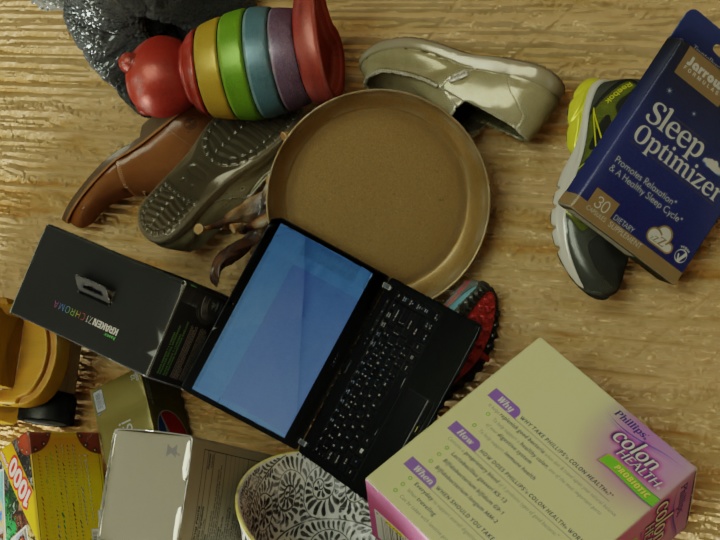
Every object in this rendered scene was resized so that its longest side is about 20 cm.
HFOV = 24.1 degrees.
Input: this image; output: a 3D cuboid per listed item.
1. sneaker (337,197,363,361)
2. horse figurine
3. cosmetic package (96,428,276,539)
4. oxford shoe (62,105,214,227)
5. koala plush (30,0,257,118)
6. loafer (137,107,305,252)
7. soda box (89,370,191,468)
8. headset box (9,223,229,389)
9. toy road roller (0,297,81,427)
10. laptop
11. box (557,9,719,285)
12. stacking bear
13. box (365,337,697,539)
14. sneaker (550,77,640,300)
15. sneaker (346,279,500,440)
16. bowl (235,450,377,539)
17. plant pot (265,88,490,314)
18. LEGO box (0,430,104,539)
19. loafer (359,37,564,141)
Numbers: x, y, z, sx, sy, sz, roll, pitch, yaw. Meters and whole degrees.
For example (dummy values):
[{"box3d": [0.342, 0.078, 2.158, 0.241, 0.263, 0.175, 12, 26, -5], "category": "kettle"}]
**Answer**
[{"box3d": [0.000, 0.000, 1.557, 0.088, 0.077, 0.200, 30, 91, -1], "category": "sneaker"}, {"box3d": [-0.076, -0.071, 1.583, 0.050, 0.132, 0.200, 50, 115, 15], "category": "horse figurine"}, {"box3d": [-0.132, 0.203, 1.481, 0.087, 0.200, 0.104, 3, 77, 30], "category": "cosmetic package"}, {"box3d": [-0.220, -0.096, 1.688, 0.200, 0.071, 0.071, -37, 96, 23], "category": "oxford shoe"}, {"box3d": [-0.243, -0.291, 1.700, 0.177, 0.184, 0.200, -47, 49, 9], "category": "koala plush"}, {"box3d": [-0.131, -0.095, 1.639, 0.200, 0.068, 0.076, -42, 61, -6], "category": "loafer"}, {"box3d": [-0.193, 0.198, 1.591, 0.064, 0.068, 0.201, -25, 66, 21], "category": "soda box"}, {"box3d": [-0.197, 0.043, 1.558, 0.174, 0.200, 0.093, 22, 88, 31], "category": "headset box"}, {"box3d": [-0.375, 0.082, 1.672, 0.199, 0.146, 0.123, 1, 77, 28], "category": "toy road roller"}, {"box3d": [-0.027, 0.076, 1.441, 0.200, 0.103, 0.178, 29, 91, 48], "category": "laptop"}, {"box3d": [0.266, -0.104, 1.396, 0.200, 0.121, 0.032, -57, 19, -3], "category": "box"}, {"box3d": [-0.125, -0.194, 1.591, 0.199, 0.122, 0.114, -9, 50, 11], "category": "stacking bear"}, {"box3d": [0.136, 0.187, 1.356, 0.200, 0.097, 0.176, -37, 58, -21], "category": "box"}, {"box3d": [0.217, -0.076, 1.434, 0.084, 0.074, 0.201, -8, 72, 42], "category": "sneaker"}, {"box3d": [0.039, 0.081, 1.494, 0.095, 0.079, 0.200, 36, 87, 40], "category": "sneaker"}, {"box3d": [-0.021, 0.250, 1.443, 0.201, 0.200, 0.094, 35, 121, 30], "category": "bowl"}, {"box3d": [0.016, -0.062, 1.499, 0.199, 0.027, 0.201, 0, 99, -3], "category": "plant pot"}, {"box3d": [-0.301, 0.268, 1.593, 0.149, 0.077, 0.201, -34, 60, 48], "category": "LEGO box"}, {"box3d": [0.083, -0.161, 1.527, 0.199, 0.076, 0.068, 11, 75, 29], "category": "loafer"}]
